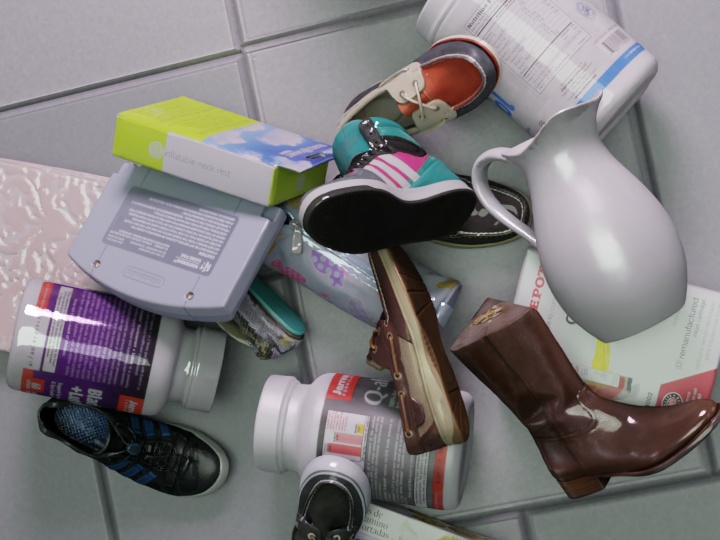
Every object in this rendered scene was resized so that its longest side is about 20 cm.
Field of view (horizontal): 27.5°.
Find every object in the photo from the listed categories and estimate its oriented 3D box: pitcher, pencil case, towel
[{"bbox_3d":[0.191,-0.037,1.308,0.171,0.121,0.201,-24,94,53],"label":"pitcher"},{"bbox_3d":[0.000,0.000,1.429,0.200,0.091,0.083,31,68,7],"label":"pencil case"},{"bbox_3d":[-0.321,-0.007,1.514,0.190,0.032,0.201,12,96,9],"label":"towel"}]

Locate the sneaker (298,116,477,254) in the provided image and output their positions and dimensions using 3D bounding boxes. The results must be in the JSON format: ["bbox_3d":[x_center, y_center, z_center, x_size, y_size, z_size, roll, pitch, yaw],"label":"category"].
[{"bbox_3d":[0.001,-0.084,1.331,0.121,0.200,0.084,47,124,33],"label":"sneaker"}]

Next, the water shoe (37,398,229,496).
[{"bbox_3d":[-0.232,0.181,1.477,0.199,0.079,0.072,18,94,10],"label":"water shoe"}]

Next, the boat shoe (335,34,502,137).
[{"bbox_3d":[0.052,-0.161,1.377,0.200,0.063,0.071,-17,110,50],"label":"boat shoe"}]

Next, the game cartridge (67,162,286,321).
[{"bbox_3d":[-0.180,-0.024,1.406,0.199,0.041,0.134,18,67,30],"label":"game cartridge"}]

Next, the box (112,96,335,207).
[{"bbox_3d":[-0.122,-0.114,1.417,0.199,0.122,0.048,19,111,20],"label":"box"}]

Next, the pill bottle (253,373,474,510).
[{"bbox_3d":[0.004,0.161,1.416,0.199,0.116,0.116,7,92,10],"label":"pill bottle"}]

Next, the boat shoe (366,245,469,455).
[{"bbox_3d":[0.036,0.071,1.342,0.072,0.072,0.201,-21,85,17],"label":"boat shoe"}]

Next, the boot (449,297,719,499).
[{"bbox_3d":[0.197,0.094,1.304,0.186,0.064,0.200,-32,99,30],"label":"boot"}]

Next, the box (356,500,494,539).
[{"bbox_3d":[0.061,0.263,1.445,0.199,0.041,0.039,19,93,10],"label":"box"}]

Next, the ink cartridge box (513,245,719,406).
[{"bbox_3d":[0.237,0.069,1.390,0.199,0.083,0.146,14,92,10],"label":"ink cartridge box"}]

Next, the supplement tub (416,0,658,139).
[{"bbox_3d":[0.166,-0.208,1.377,0.200,0.132,0.132,42,97,8],"label":"supplement tub"}]

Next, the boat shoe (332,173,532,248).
[{"bbox_3d":[0.066,-0.063,1.428,0.200,0.066,0.072,10,91,10],"label":"boat shoe"}]

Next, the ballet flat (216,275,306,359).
[{"bbox_3d":[-0.138,0.009,1.467,0.072,0.072,0.201,-39,82,8],"label":"ballet flat"}]

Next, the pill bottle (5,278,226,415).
[{"bbox_3d":[-0.237,0.080,1.438,0.199,0.111,0.112,12,92,-8],"label":"pill bottle"}]

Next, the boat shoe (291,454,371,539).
[{"bbox_3d":[-0.033,0.253,1.395,0.068,0.057,0.200,13,136,2],"label":"boat shoe"}]
